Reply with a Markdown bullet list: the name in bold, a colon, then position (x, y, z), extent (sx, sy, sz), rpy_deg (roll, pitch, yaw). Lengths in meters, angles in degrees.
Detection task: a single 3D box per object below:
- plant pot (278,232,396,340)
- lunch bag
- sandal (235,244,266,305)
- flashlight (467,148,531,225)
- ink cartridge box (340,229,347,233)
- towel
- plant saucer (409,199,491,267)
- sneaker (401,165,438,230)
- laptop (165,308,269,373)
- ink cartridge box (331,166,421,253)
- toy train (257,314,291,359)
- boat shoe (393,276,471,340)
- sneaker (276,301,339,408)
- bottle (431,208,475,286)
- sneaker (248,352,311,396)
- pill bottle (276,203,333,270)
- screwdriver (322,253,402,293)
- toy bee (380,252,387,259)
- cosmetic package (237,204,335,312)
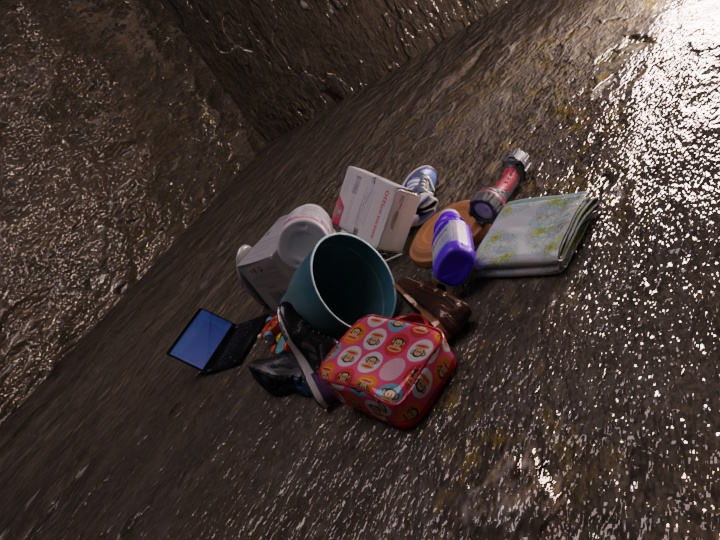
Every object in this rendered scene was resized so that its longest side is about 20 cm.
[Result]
- **plant pot**: position (-0.061, 0.059, 1.147), extent (0.187, 0.200, 0.201), rpy_deg (-37, 17, 44)
- **lunch bag**: position (0.047, 0.141, 0.924), extent (0.198, 0.082, 0.177), rpy_deg (10, 52, 47)
- **sandal**: position (-0.291, 0.019, 1.533), extent (0.049, 0.204, 0.083), rpy_deg (10, 48, 27)
- **flashlight**: position (0.286, -0.175, 1.178), extent (0.201, 0.068, 0.068), rpy_deg (-52, -1, -33)
- **ink cartridge box**: position (0.046, -0.142, 1.528), extent (0.200, 0.048, 0.145), rpy_deg (-49, 24, -18)
- **towel**: position (0.294, -0.062, 1.008), extent (0.199, 0.048, 0.172), rpy_deg (-5, 39, 53)
- **plant saucer**: position (0.187, -0.086, 1.231), extent (0.199, 0.032, 0.201), rpy_deg (-31, 25, 16)
- **sneaker**: position (0.155, -0.177, 1.403), extent (0.200, 0.081, 0.146), rpy_deg (-44, 32, -22)
- **laptop**: position (-0.363, 0.163, 1.492), extent (0.198, 0.104, 0.178), rpy_deg (-21, 29, 35)
- **ink cartridge box**: position (0.033, -0.143, 1.356), extent (0.199, 0.084, 0.148), rpy_deg (34, 109, 49)
- **toy train**: position (-0.170, 0.152, 1.300), extent (0.150, 0.055, 0.201), rpy_deg (-46, 24, 18)
- **boat shoe**: position (0.126, 0.054, 1.017), extent (0.070, 0.070, 0.200), rpy_deg (-45, 31, -1)
- **sneaker**: position (-0.074, 0.135, 1.038), extent (0.087, 0.202, 0.076), rpy_deg (-30, -9, 6)
- **bottle**: position (0.169, -0.053, 1.079), extent (0.201, 0.064, 0.084), rpy_deg (-80, 16, -59)
- **sneaker**: position (-0.142, 0.198, 1.154), extent (0.198, 0.074, 0.082), rpy_deg (0, 38, 40)
- **pill bottle**: position (-0.117, -0.080, 1.277), extent (0.113, 0.114, 0.200), rpy_deg (-33, 14, 10)
- **screwdriver**: position (0.000, 0.000, 1.217), extent (0.198, 0.029, 0.028), rpy_deg (-29, 8, 25)
- **toy bee**: position (-0.038, -0.022, 1.349), extent (0.198, 0.110, 0.131), rpy_deg (-27, -21, 5)
- **cosmetic package**: position (-0.166, -0.026, 1.471), extent (0.166, 0.167, 0.201), rpy_deg (-12, 33, 47)
